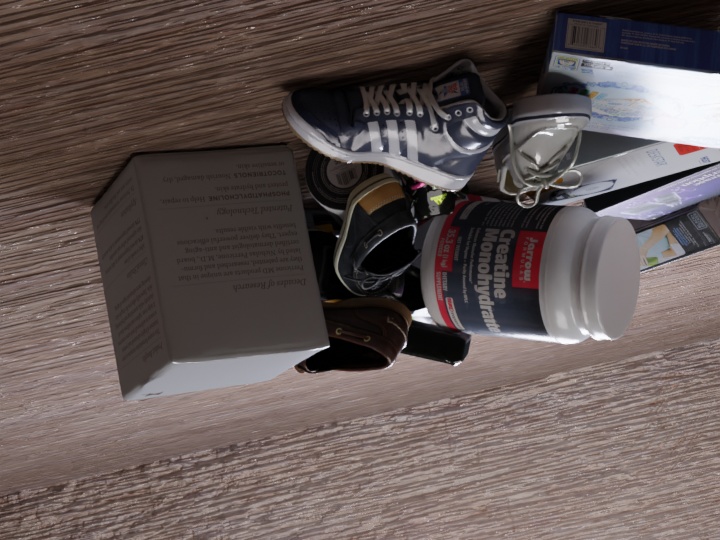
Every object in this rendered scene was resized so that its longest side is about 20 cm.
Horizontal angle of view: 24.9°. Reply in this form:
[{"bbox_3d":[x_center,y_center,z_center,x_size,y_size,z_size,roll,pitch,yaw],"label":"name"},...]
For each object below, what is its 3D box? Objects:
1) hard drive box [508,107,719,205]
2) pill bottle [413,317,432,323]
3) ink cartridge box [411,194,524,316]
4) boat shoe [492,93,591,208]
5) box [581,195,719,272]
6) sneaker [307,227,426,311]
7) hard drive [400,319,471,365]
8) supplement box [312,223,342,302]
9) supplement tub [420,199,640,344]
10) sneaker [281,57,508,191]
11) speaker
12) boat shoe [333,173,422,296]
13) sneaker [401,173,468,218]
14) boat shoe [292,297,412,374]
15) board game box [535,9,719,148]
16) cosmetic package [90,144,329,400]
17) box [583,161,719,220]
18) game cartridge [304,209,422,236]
[{"bbox_3d":[0.254,-0.135,1.645,0.198,0.078,0.156,-16,168,17],"label":"hard drive box"},{"bbox_3d":[-0.014,0.038,2.088,0.198,0.112,0.111,-15,168,15],"label":"pill bottle"},{"bbox_3d":[0.123,-0.015,1.940,0.145,0.084,0.200,-35,164,22],"label":"ink cartridge box"},{"bbox_3d":[0.160,-0.101,1.481,0.074,0.087,0.202,0,172,-12],"label":"boat shoe"},{"bbox_3d":[0.351,-0.059,1.980,0.199,0.060,0.117,-22,-151,38],"label":"box"},{"bbox_3d":[0.000,0.000,1.695,0.199,0.077,0.087,12,173,-43],"label":"sneaker"},{"bbox_3d":[0.050,0.072,1.799,0.138,0.033,0.200,13,-179,5],"label":"hard drive"},{"bbox_3d":[-0.072,0.020,1.846,0.109,0.087,0.200,-12,168,-1],"label":"supplement box"},{"bbox_3d":[0.174,0.001,1.687,0.198,0.142,0.140,4,177,30],"label":"supplement tub"},{"bbox_3d":[0.037,-0.142,1.426,0.198,0.071,0.109,16,135,-29],"label":"sneaker"},{"bbox_3d":[0.003,-0.079,1.648,0.080,0.082,0.200,-13,168,8],"label":"speaker"},{"bbox_3d":[0.019,-0.019,1.570,0.074,0.063,0.200,-27,158,-16],"label":"boat shoe"},{"bbox_3d":[0.070,-0.102,1.586,0.073,0.088,0.200,-12,168,1],"label":"sneaker"},{"bbox_3d":[-0.044,0.071,1.669,0.198,0.071,0.071,-7,136,32],"label":"boat shoe"},{"bbox_3d":[0.260,-0.165,1.446,0.198,0.044,0.199,8,167,3],"label":"board game box"},{"bbox_3d":[-0.150,0.004,1.584,0.165,0.202,0.167,-6,168,-26],"label":"cosmetic package"},{"bbox_3d":[0.359,-0.123,1.807,0.199,0.080,0.140,-22,167,40],"label":"box"},{"bbox_3d":[-0.041,-0.036,1.906,0.199,0.042,0.133,-2,169,-38],"label":"game cartridge"}]
